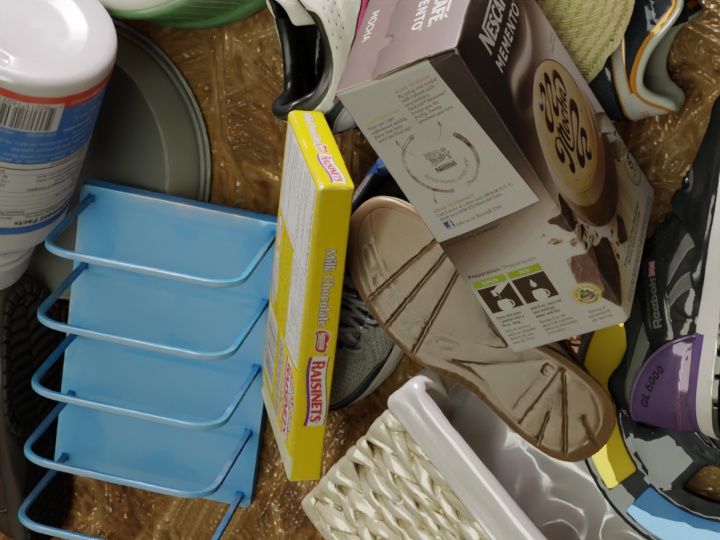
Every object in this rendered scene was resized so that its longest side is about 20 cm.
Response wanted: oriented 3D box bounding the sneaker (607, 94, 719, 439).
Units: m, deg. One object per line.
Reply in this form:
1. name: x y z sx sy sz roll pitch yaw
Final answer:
1. sneaker: 0.184 -0.008 1.304 0.087 0.076 0.202 8 90 30

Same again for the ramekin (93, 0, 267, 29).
1. ramekin: -0.126 -0.249 1.407 0.198 0.098 0.202 4 100 22

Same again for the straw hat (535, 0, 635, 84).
1. straw hat: 0.067 -0.185 1.291 0.201 0.084 0.203 27 122 52

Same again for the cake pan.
1. cake pan: -0.195 -0.070 1.500 0.198 0.037 0.202 4 100 22

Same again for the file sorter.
1. file sorter: -0.136 0.066 1.427 0.137 0.123 0.202 11 111 8

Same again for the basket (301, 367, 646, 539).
1. basket: 0.077 0.163 1.374 0.123 0.135 0.200 -44 81 25

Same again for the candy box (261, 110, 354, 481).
1. candy box: -0.034 0.016 1.362 0.026 0.102 0.202 -1 120 -15

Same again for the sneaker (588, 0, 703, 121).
1. sneaker: 0.162 -0.186 1.311 0.079 0.078 0.202 9 110 24

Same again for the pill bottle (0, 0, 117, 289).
1. pill bottle: -0.226 -0.082 1.406 0.112 0.112 0.201 38 134 12

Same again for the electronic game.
1. electronic game: 0.222 0.079 1.344 0.198 0.042 0.202 2 95 23

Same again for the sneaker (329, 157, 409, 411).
1. sneaker: 0.000 0.000 1.405 0.077 0.085 0.201 28 109 16

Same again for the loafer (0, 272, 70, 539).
1. loafer: -0.244 0.094 1.515 0.070 0.073 0.202 14 116 26

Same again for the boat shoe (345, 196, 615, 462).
1. boat shoe: 0.073 0.032 1.343 0.200 0.072 0.072 40 104 3

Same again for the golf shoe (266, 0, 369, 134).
1. golf shoe: -0.013 -0.183 1.369 0.072 0.092 0.202 9 102 46

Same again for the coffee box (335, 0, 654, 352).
1. coffee box: 0.079 -0.070 1.247 0.079 0.114 0.200 -17 125 30
